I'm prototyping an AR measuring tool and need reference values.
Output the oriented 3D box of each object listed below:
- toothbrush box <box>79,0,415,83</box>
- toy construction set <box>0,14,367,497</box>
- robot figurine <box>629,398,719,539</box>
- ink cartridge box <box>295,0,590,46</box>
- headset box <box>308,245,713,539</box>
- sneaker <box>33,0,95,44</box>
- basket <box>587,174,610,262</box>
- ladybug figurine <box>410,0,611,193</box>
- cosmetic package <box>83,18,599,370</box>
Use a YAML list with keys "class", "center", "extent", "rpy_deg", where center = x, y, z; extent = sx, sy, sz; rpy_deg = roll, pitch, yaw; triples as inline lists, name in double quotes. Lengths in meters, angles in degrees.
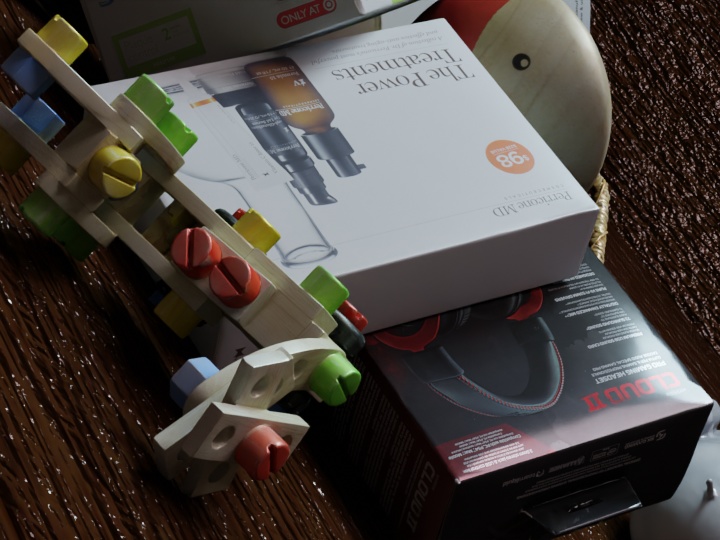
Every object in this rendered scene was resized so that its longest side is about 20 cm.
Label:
- class: "toothbrush box"
  center: [-0.040, -0.162, 1.110]
  extent: [0.200, 0.145, 0.086]
  rpy_deg: [-32, 104, -67]
- class: "toy construction set"
  center: [-0.066, 0.000, 0.824]
  extent: [0.200, 0.092, 0.131]
  rpy_deg: [58, 2, 28]
- class: "robot figurine"
  center: [0.247, 0.172, 1.464]
  extent: [0.200, 0.113, 0.170]
  rpy_deg: [3, 75, -78]
- class: "ink cartridge box"
  center: [0.037, -0.183, 1.433]
  extent: [0.200, 0.085, 0.146]
  rpy_deg: [-11, 14, -39]
- class: "headset box"
  center: [0.060, 0.049, 1.009]
  extent: [0.148, 0.075, 0.200]
  rpy_deg: [-13, 50, -27]
- class: "sneaker"
  center: [-0.157, -0.177, 1.235]
  extent: [0.116, 0.076, 0.200]
  rpy_deg: [59, 20, 11]
- class: "basket"
  center: [0.103, -0.040, 1.562]
  extent: [0.200, 0.149, 0.143]
  rpy_deg: [42, 11, -35]
- class: "ladybug figurine"
  center: [0.063, -0.089, 1.146]
  extent: [0.200, 0.072, 0.136]
  rpy_deg: [-5, -82, 67]
- class: "cosmetic package"
  center: [-0.011, -0.041, 0.992]
  extent: [0.199, 0.052, 0.151]
  rpy_deg: [-15, 52, -28]
